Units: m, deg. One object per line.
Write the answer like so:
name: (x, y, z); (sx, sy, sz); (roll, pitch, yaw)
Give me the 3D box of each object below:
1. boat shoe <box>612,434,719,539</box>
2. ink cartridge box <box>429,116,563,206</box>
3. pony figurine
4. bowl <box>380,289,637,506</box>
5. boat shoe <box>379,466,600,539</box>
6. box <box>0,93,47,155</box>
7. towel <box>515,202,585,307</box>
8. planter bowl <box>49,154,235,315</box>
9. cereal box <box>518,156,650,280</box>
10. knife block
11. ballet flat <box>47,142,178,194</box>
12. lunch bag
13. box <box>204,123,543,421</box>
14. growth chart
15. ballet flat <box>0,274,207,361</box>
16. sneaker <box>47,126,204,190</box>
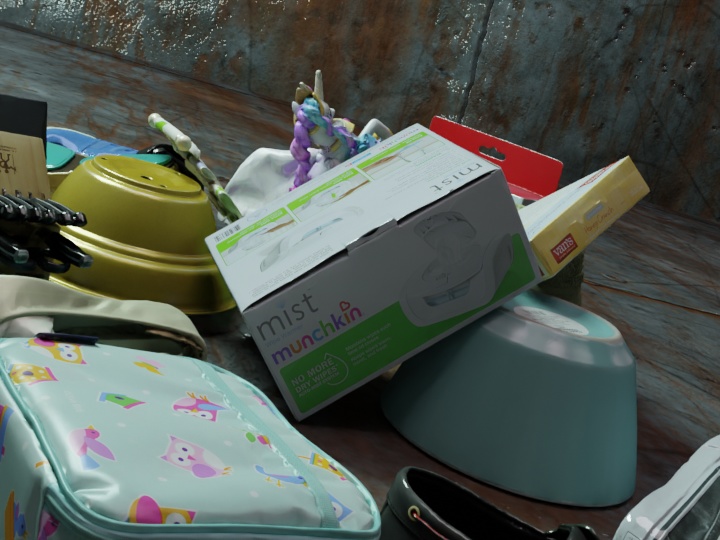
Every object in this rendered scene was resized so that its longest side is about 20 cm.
boat shoe: (0.218, 0.163, 0.676); (0.070, 0.073, 0.199); (33, 29, 27)
ink cartridge box: (0.114, -0.073, 1.265); (0.198, 0.178, 0.083); (24, 15, 33)
pony figurine: (-0.043, -0.102, 1.192); (0.165, 0.196, 0.199); (27, 3, 32)
bowl: (0.121, 0.077, 0.799); (0.197, 0.107, 0.201); (15, 13, -3)
boat shoe: (0.098, 0.158, 0.527); (0.199, 0.064, 0.074); (21, 10, 12)
box: (-0.365, -0.098, 0.846); (0.198, 0.080, 0.140); (6, -8, -42)
towel: (0.156, 0.002, 1.100); (0.036, 0.151, 0.199); (-19, 29, -24)
planter bowl: (-0.183, -0.041, 0.885); (0.197, 0.085, 0.201); (17, 13, -4)
cereal box: (0.136, -0.020, 0.933); (0.143, 0.040, 0.199); (-37, 6, -32)
knife block: (-0.259, 0.001, 0.759); (0.063, 0.199, 0.178); (7, 61, -41)
ballet flat: (-0.261, -0.079, 0.996); (0.196, 0.064, 0.069); (8, 23, 14)
lunch bag: (-0.090, 0.096, 0.499); (0.158, 0.078, 0.200); (9, 15, -33)
box: (0.002, -0.010, 0.792); (0.198, 0.098, 0.176); (-29, 23, -7)
growth chart: (-0.117, -0.049, 0.962); (0.201, 0.018, 0.145); (58, -9, -21)
ballet flat: (-0.176, 0.045, 0.649); (0.198, 0.071, 0.069); (5, 17, -44)
sneaker: (-0.248, -0.099, 1.090); (0.198, 0.078, 0.110); (14, -7, -43)
